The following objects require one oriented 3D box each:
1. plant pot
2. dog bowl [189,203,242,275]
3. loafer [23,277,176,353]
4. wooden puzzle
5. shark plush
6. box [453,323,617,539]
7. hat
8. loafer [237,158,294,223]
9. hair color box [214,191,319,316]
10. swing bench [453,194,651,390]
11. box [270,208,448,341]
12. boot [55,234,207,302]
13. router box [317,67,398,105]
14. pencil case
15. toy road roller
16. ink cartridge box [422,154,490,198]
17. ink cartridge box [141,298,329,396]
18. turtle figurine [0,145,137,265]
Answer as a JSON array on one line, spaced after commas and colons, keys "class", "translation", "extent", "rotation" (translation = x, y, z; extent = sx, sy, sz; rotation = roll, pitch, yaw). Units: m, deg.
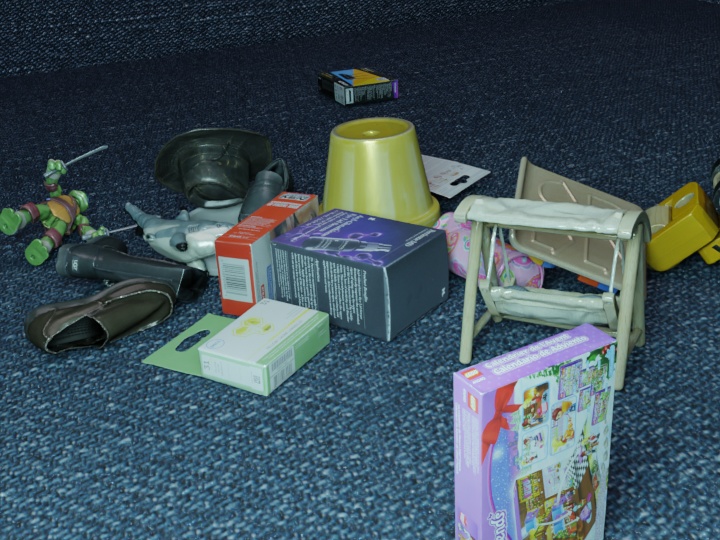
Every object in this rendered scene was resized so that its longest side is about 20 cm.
[{"class": "plant pot", "translation": [0.023, -0.126, 1.435], "extent": [0.198, 0.191, 0.201], "rotation": [-4, 24, 2]}, {"class": "dog bowl", "translation": [-0.198, -0.059, 1.485], "extent": [0.197, 0.059, 0.201], "rotation": [-3, 23, 1]}, {"class": "loafer", "translation": [-0.330, 0.070, 1.217], "extent": [0.198, 0.074, 0.071], "rotation": [-18, 39, -22]}, {"class": "wooden puzzle", "translation": [0.286, -0.049, 1.237], "extent": [0.198, 0.047, 0.186], "rotation": [24, 43, -4]}, {"class": "shark plush", "translation": [-0.274, -0.058, 1.405], "extent": [0.198, 0.091, 0.084], "rotation": [16, 65, 40]}, {"class": "box", "translation": [0.141, 0.156, 0.760], "extent": [0.135, 0.203, 0.039], "rotation": [-16, 28, -26]}, {"class": "hat", "translation": [-0.227, -0.148, 1.495], "extent": [0.198, 0.201, 0.082], "rotation": [-11, 64, -15]}, {"class": "loafer", "translation": [-0.148, -0.118, 1.448], "extent": [0.067, 0.071, 0.201], "rotation": [0, 24, 10]}, {"class": "hair color box", "translation": [-0.126, -0.026, 1.332], "extent": [0.063, 0.112, 0.200], "rotation": [7, 27, 22]}, {"class": "swing bench", "translation": [0.223, 0.008, 1.081], "extent": [0.196, 0.203, 0.130], "rotation": [9, 27, 26]}, {"class": "box", "translation": [0.000, 0.000, 1.259], "extent": [0.198, 0.106, 0.147], "rotation": [12, 28, 34]}, {"class": "boot", "translation": [-0.314, -0.004, 1.366], "extent": [0.197, 0.067, 0.165], "rotation": [7, 11, 14]}, {"class": "router box", "translation": [-0.010, -0.473, 2.392], "extent": [0.147, 0.052, 0.200], "rotation": [-12, 24, -20]}, {"class": "pencil case", "translation": [0.166, -0.015, 1.296], "extent": [0.086, 0.089, 0.200], "rotation": [-15, 25, -24]}, {"class": "toy road roller", "translation": [0.496, -0.050, 1.306], "extent": [0.199, 0.146, 0.123], "rotation": [-36, 9, 29]}, {"class": "ink cartridge box", "translation": [0.111, -0.158, 1.682], "extent": [0.198, 0.048, 0.160], "rotation": [17, 31, 30]}, {"class": "ink cartridge box", "translation": [-0.157, 0.084, 1.170], "extent": [0.198, 0.049, 0.145], "rotation": [12, 29, 28]}, {"class": "turtle figurine", "translation": [-0.481, -0.106, 1.538], "extent": [0.197, 0.146, 0.194], "rotation": [1, 28, 22]}]
